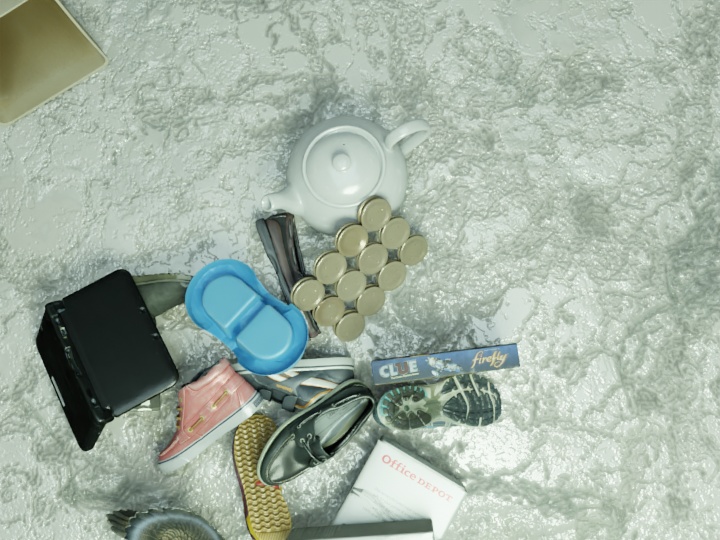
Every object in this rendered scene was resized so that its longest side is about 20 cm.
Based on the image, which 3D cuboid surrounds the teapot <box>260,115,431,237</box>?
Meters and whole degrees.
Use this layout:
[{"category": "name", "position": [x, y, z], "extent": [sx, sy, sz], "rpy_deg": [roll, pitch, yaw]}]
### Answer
[{"category": "teapot", "position": [-0.018, -0.146, 1.182], "extent": [0.197, 0.146, 0.201], "rpy_deg": [18, 84, 4]}]

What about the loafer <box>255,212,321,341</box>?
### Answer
[{"category": "loafer", "position": [-0.095, 0.005, 1.209], "extent": [0.063, 0.072, 0.200], "rpy_deg": [-23, 81, -5]}]

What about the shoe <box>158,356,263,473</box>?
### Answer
[{"category": "shoe", "position": [-0.238, 0.208, 1.165], "extent": [0.200, 0.071, 0.091], "rpy_deg": [-37, 96, 20]}]

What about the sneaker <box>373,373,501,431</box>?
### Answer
[{"category": "sneaker", "position": [0.110, 0.195, 1.180], "extent": [0.199, 0.086, 0.078], "rpy_deg": [2, 75, -21]}]

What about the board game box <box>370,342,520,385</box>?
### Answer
[{"category": "board game box", "position": [0.116, 0.133, 1.152], "extent": [0.199, 0.135, 0.035], "rpy_deg": [-7, 84, 1]}]

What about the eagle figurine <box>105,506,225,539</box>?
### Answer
[{"category": "eagle figurine", "position": [-0.251, 0.399, 1.129], "extent": [0.151, 0.151, 0.200], "rpy_deg": [-30, 91, 10]}]

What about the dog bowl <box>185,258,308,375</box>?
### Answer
[{"category": "dog bowl", "position": [-0.159, 0.071, 1.152], "extent": [0.200, 0.050, 0.112], "rpy_deg": [39, 78, 17]}]

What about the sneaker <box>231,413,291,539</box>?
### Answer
[{"category": "sneaker", "position": [-0.148, 0.312, 1.177], "extent": [0.075, 0.090, 0.200], "rpy_deg": [-2, 56, -15]}]

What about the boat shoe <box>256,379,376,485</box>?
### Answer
[{"category": "boat shoe", "position": [-0.055, 0.233, 1.126], "extent": [0.199, 0.066, 0.075], "rpy_deg": [-34, 112, -17]}]

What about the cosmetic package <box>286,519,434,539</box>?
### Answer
[{"category": "cosmetic package", "position": [0.005, 0.395, 1.071], "extent": [0.199, 0.090, 0.107], "rpy_deg": [-3, 85, 1]}]

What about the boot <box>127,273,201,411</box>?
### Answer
[{"category": "boot", "position": [-0.311, 0.108, 1.204], "extent": [0.181, 0.073, 0.201], "rpy_deg": [-6, 77, 15]}]

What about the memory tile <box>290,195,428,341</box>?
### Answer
[{"category": "memory tile", "position": [0.000, 0.000, 1.175], "extent": [0.200, 0.153, 0.017], "rpy_deg": [-50, 40, 2]}]

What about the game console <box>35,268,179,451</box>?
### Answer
[{"category": "game console", "position": [-0.376, 0.132, 1.182], "extent": [0.116, 0.176, 0.200], "rpy_deg": [-15, 66, -38]}]

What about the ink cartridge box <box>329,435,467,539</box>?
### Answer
[{"category": "ink cartridge box", "position": [0.042, 0.360, 1.156], "extent": [0.145, 0.084, 0.200], "rpy_deg": [30, 87, 6]}]

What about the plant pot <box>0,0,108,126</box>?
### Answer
[{"category": "plant pot", "position": [-0.538, -0.375, 1.214], "extent": [0.199, 0.200, 0.177], "rpy_deg": [-32, 71, -1]}]

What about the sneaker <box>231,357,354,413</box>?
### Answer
[{"category": "sneaker", "position": [-0.108, 0.171, 1.185], "extent": [0.199, 0.078, 0.080], "rpy_deg": [-2, 78, 0]}]
